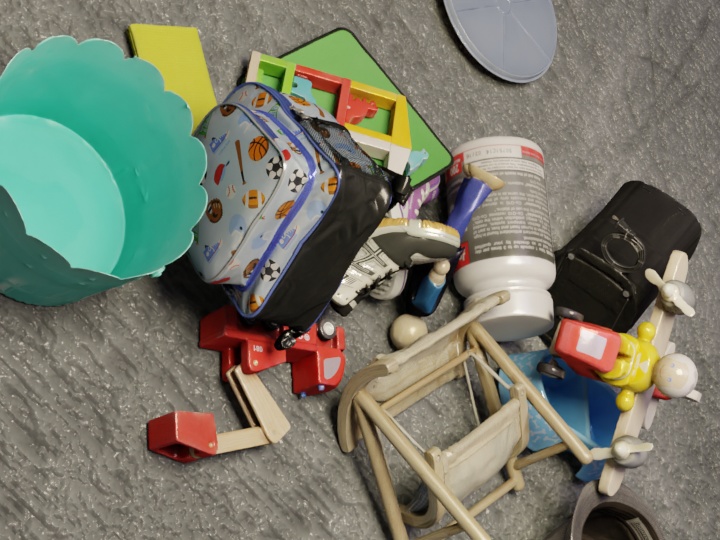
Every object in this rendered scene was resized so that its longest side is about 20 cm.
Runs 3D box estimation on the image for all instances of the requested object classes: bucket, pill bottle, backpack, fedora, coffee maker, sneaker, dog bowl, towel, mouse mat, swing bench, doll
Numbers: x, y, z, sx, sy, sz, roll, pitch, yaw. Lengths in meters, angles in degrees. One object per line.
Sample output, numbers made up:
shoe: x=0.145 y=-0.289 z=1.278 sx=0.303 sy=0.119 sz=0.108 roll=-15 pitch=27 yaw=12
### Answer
bucket: x=-0.239 y=-0.074 z=1.046 sx=0.205 sy=0.134 sz=0.211 roll=16 pitch=64 yaw=-36
pill bottle: x=0.154 y=-0.033 z=1.382 sx=0.113 sy=0.113 sz=0.203 roll=12 pitch=66 yaw=-37
backpack: x=-0.082 y=-0.067 z=1.120 sx=0.153 sy=0.201 sz=0.191 roll=24 pitch=22 yaw=-41
fedora: x=0.246 y=0.316 z=1.340 sx=0.198 sy=0.090 sz=0.180 roll=12 pitch=67 yaw=-44
coffee maker: x=0.310 y=-0.012 z=1.454 sx=0.135 sy=0.192 sz=0.200 roll=50 pitch=47 yaw=-1
sneaker: x=0.047 y=-0.063 z=1.333 sx=0.113 sy=0.072 sz=0.204 roll=11 pitch=66 yaw=-40
dog bowl: x=0.232 y=0.156 z=1.398 sx=0.199 sy=0.049 sz=0.113 roll=33 pitch=46 yaw=-35
towel: x=-0.168 y=-0.140 z=1.217 sx=0.085 sy=0.018 sz=0.203 roll=-6 pitch=76 yaw=-47
mouse mat: x=-0.014 y=-0.153 z=1.300 sx=0.160 sy=0.008 sz=0.201 roll=-31 pitch=75 yaw=-31
sneaker: x=0.000 y=0.000 z=1.220 sx=0.076 sy=0.196 sz=0.089 roll=58 pitch=28 yaw=-77
swing bench: x=0.094 y=0.155 z=1.252 sx=0.198 sy=0.129 sz=0.202 roll=-25 pitch=85 yaw=-43
doll: x=0.082 y=-0.010 z=1.297 sx=0.048 sy=0.136 sz=0.202 roll=26 pitch=94 yaw=-5

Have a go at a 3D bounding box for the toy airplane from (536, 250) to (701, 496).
toy airplane: x=0.296 y=0.107 z=1.308 sx=0.198 sy=0.140 sz=0.203 roll=-29 pitch=112 yaw=-30

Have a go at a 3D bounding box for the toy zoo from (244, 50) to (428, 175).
toy zoo: x=-0.027 y=-0.138 z=1.271 sx=0.197 sy=0.021 sz=0.133 roll=15 pitch=58 yaw=-12

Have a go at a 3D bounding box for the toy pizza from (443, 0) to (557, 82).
toy pizza: x=0.167 y=-0.324 z=1.565 sx=0.198 sy=0.032 sz=0.203 roll=15 pitch=65 yaw=-36

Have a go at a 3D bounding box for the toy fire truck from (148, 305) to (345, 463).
toy fire truck: x=-0.097 y=0.107 z=1.156 sx=0.198 sy=0.048 sz=0.143 roll=13 pitch=65 yaw=-38
